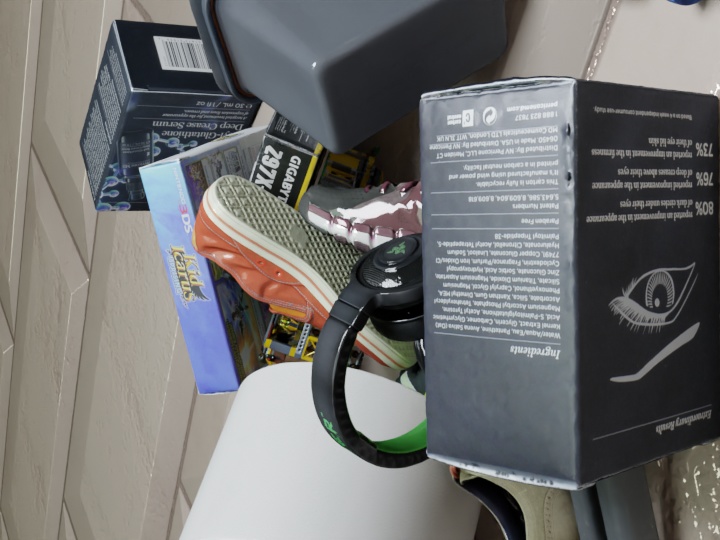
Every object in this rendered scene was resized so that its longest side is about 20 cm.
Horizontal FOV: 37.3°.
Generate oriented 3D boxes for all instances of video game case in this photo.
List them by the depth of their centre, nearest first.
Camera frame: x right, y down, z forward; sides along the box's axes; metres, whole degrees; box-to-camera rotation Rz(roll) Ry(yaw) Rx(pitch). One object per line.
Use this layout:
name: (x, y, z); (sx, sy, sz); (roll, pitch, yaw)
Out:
video game case: (-0.111, -0.016, 0.958); (0.045, 0.181, 0.202); (-8, 103, 22)

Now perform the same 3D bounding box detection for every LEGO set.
LEGO set: (0.000, 0.000, 0.891); (0.154, 0.115, 0.201); (-91, 21, -80)

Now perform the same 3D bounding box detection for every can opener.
can opener: (0.150, 0.204, 0.636); (0.053, 0.066, 0.202); (-7, 97, 62)

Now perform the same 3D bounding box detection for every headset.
headset: (0.041, 0.020, 0.650); (0.201, 0.123, 0.094); (-54, 38, -9)

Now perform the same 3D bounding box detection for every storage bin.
storage bin: (0.002, -0.185, 0.747); (0.134, 0.199, 0.146); (44, 160, 37)

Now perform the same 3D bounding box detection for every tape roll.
tape roll: (-0.019, 0.179, 0.774); (0.203, 0.202, 0.140); (-44, 21, 54)

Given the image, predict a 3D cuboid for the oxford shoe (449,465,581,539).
oxford shoe: (0.084, 0.100, 0.694); (0.201, 0.074, 0.071); (58, 159, 15)

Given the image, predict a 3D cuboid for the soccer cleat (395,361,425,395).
soccer cleat: (0.050, 0.103, 0.836); (0.200, 0.067, 0.082); (134, 146, -53)

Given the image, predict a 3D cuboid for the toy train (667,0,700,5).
toy train: (0.152, -0.188, 0.642); (0.200, 0.034, 0.046); (32, 123, 57)

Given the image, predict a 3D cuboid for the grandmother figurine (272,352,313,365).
grandmother figurine: (-0.049, 0.114, 0.971); (0.122, 0.060, 0.200); (-64, 23, -3)

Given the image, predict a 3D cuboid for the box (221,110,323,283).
box: (-0.053, -0.103, 0.898); (0.201, 0.049, 0.160); (-73, 6, -47)

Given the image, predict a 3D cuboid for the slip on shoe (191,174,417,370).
slip on shoe: (-0.039, 0.009, 0.791); (0.061, 0.199, 0.074); (-47, 13, 36)

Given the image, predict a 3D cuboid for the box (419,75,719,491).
box: (0.117, 0.002, 0.585); (0.104, 0.147, 0.202); (3, 94, 46)

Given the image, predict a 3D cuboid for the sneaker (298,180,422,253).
sneaker: (0.057, -0.059, 0.751); (0.199, 0.076, 0.116); (20, 100, 22)

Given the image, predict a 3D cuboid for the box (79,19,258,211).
box: (-0.219, -0.168, 1.202); (0.200, 0.147, 0.108); (-58, 44, 47)
